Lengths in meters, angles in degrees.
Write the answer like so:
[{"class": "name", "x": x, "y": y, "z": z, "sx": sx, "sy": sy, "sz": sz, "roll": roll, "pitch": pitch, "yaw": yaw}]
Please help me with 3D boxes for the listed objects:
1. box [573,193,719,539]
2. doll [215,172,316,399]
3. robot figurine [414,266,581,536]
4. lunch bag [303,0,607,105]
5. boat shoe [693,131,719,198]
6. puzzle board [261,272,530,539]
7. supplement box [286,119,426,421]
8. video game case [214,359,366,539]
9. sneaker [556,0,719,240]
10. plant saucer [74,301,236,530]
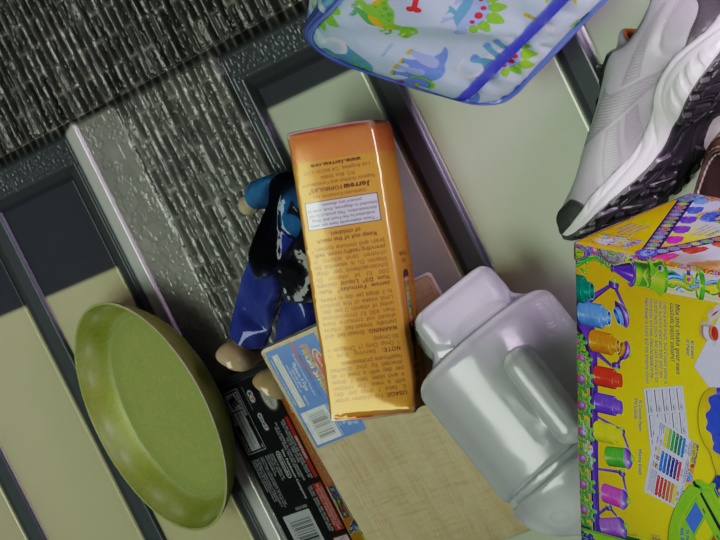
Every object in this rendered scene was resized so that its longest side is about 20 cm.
[{"class": "box", "x": 0.233, "y": 0.079, "z": 1.385, "sx": 0.192, "sy": 0.122, "sz": 0.201, "roll": 13, "pitch": 113, "yaw": 39}, {"class": "doll", "x": -0.044, "y": -0.006, "z": 1.764, "sx": 0.136, "sy": 0.048, "sz": 0.201, "roll": 34, "pitch": 123, "yaw": 29}, {"class": "robot figurine", "x": 0.119, "y": 0.094, "z": 1.621, "sx": 0.200, "sy": 0.113, "sz": 0.170, "roll": 51, "pitch": 177, "yaw": 8}, {"class": "lunch bag", "x": 0.070, "y": -0.187, "z": 1.481, "sx": 0.200, "sy": 0.160, "sz": 0.083, "roll": -42, "pitch": 38, "yaw": 48}, {"class": "boat shoe", "x": 0.224, "y": 0.012, "z": 1.502, "sx": 0.072, "sy": 0.072, "sz": 0.201, "roll": 24, "pitch": 128, "yaw": 33}, {"class": "puzzle board", "x": 0.037, "y": 0.114, "z": 1.745, "sx": 0.150, "sy": 0.017, "sz": 0.201, "roll": -24, "pitch": 100, "yaw": 29}, {"class": "supplement box", "x": 0.000, "y": 0.000, "z": 1.667, "sx": 0.068, "sy": 0.067, "sz": 0.201, "roll": -10, "pitch": 90, "yaw": 12}, {"class": "video game case", "x": -0.013, "y": 0.150, "z": 1.850, "sx": 0.180, "sy": 0.025, "sz": 0.201, "roll": -24, "pitch": 94, "yaw": 49}, {"class": "sneaker", "x": 0.174, "y": -0.096, "z": 1.498, "sx": 0.079, "sy": 0.074, "sz": 0.200, "roll": 50, "pitch": 133, "yaw": 24}, {"class": "plant saucer", "x": -0.158, "y": 0.112, "z": 1.948, "sx": 0.200, "sy": 0.031, "sz": 0.201, "roll": 33, "pitch": 137, "yaw": 37}]
